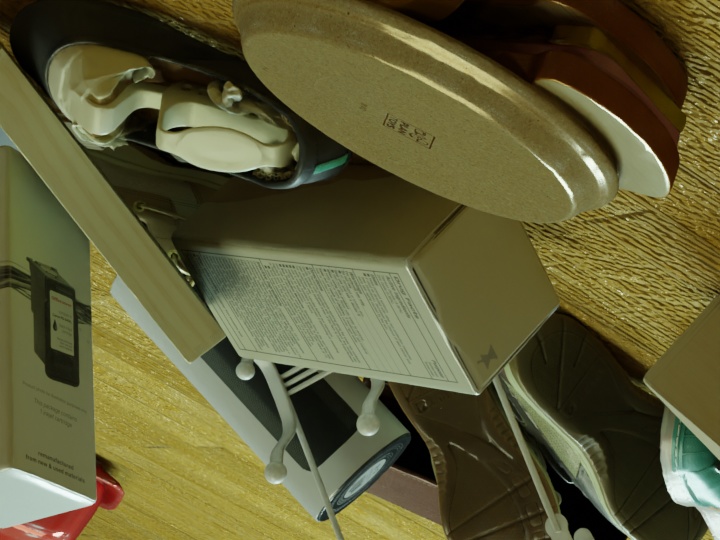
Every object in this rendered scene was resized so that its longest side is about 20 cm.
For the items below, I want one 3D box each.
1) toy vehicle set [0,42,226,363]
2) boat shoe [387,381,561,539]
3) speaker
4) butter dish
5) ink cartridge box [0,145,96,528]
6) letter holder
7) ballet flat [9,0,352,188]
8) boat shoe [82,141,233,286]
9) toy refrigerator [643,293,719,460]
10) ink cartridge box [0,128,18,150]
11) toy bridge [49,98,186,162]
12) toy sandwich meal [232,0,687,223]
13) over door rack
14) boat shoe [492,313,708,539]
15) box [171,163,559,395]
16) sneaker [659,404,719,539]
[{"bbox_3d":[-0.152,-0.046,1.337,0.200,0.027,0.124,53,177,-20],"label":"toy vehicle set"},{"bbox_3d":[0.075,0.110,1.489,0.073,0.200,0.063,-19,-171,14],"label":"boat shoe"},{"bbox_3d":[-0.064,0.057,1.515,0.200,0.081,0.081,47,169,12],"label":"speaker"},{"bbox_3d":[-0.372,0.255,2.637,0.200,0.148,0.199,25,165,-4],"label":"butter dish"},{"bbox_3d":[-0.232,0.046,1.396,0.145,0.200,0.083,-18,153,26],"label":"ink cartridge box"},{"bbox_3d":[0.092,0.112,1.557,0.200,0.101,0.142,24,163,4],"label":"letter holder"},{"bbox_3d":[-0.100,-0.087,1.237,0.200,0.073,0.073,19,164,14],"label":"ballet flat"},{"bbox_3d":[-0.107,-0.025,1.464,0.200,0.066,0.074,20,164,16],"label":"boat shoe"},{"bbox_3d":[0.237,0.094,1.312,0.076,0.070,0.200,43,-179,43],"label":"toy refrigerator"},{"bbox_3d":[-0.316,-0.099,1.506,0.200,0.083,0.146,21,165,12],"label":"ink cartridge box"},{"bbox_3d":[-0.109,-0.088,1.337,0.200,0.027,0.067,9,155,45],"label":"toy bridge"},{"bbox_3d":[0.040,-0.089,1.046,0.205,0.070,0.205,26,168,6],"label":"toy sandwich meal"},{"bbox_3d":[0.027,0.109,1.402,0.148,0.200,0.067,-29,174,24],"label":"over door rack"},{"bbox_3d":[0.142,0.094,1.472,0.201,0.072,0.066,49,168,-29],"label":"boat shoe"},{"bbox_3d":[0.000,0.000,1.316,0.200,0.078,0.095,8,134,47],"label":"box"},{"bbox_3d":[0.238,0.122,1.443,0.080,0.071,0.200,-2,151,28],"label":"sneaker"}]
